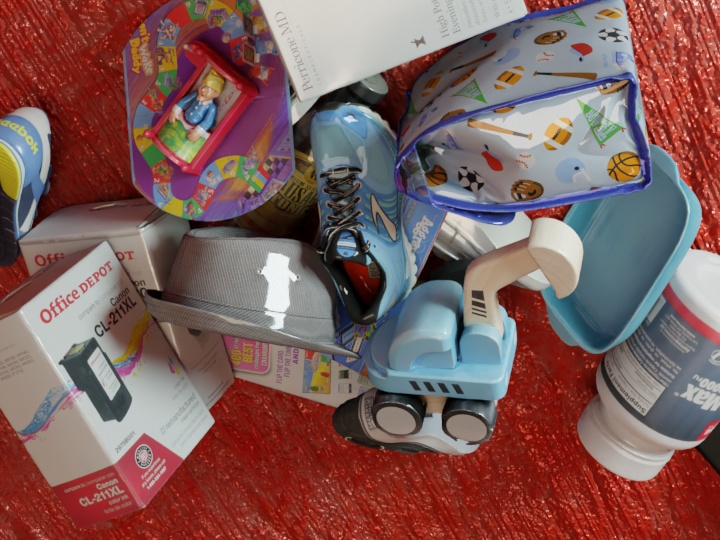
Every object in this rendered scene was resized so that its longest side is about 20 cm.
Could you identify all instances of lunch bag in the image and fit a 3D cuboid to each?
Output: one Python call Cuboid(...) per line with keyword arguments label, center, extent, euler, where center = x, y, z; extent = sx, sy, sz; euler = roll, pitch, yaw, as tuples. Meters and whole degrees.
Cuboid(label="lunch bag", center=(0.128, -0.125, 1.031), extent=(0.198, 0.170, 0.125), euler=(-10, 120, 13))

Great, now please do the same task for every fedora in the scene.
Cuboid(label="fedora", center=(-0.087, 0.012, 1.105), extent=(0.199, 0.177, 0.091), euler=(12, 91, -22))

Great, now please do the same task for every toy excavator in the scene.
Cuboid(label="toy excavator", center=(0.091, 0.044, 1.061), extent=(0.193, 0.100, 0.201), euler=(3, 134, 17))

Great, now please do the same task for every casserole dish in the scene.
Cuboid(label="casserole dish", center=(0.230, -0.019, 1.117), extent=(0.039, 0.121, 0.201), euler=(2, 128, -36))

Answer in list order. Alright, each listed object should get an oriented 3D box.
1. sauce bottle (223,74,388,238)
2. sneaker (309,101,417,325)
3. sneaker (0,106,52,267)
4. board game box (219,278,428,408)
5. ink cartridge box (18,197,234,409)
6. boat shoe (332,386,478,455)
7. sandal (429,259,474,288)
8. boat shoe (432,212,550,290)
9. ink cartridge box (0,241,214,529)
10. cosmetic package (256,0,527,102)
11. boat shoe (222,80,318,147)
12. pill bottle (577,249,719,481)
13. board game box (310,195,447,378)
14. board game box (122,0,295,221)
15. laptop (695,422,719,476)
Cuboid(label="sauce bottle", center=(-0.049, -0.100, 1.136), extent=(0.066, 0.066, 0.200), euler=(33, 121, -10))
Cuboid(label="sneaker", center=(0.000, -0.044, 1.063), extent=(0.078, 0.090, 0.201), euler=(-5, 116, 22))
Cuboid(label="sneaker", center=(-0.331, -0.076, 1.197), extent=(0.074, 0.083, 0.200), euler=(31, 142, -4))
Cuboid(label="board game box", center=(-0.034, 0.057, 1.240), extent=(0.198, 0.040, 0.154), euler=(17, 122, 0))
Cuboid(label="ink cartridge box", center=(-0.221, 0.039, 1.214), extent=(0.145, 0.085, 0.202), euler=(-4, 111, 24))
Cuboid(label="boat shoe", center=(0.048, 0.143, 1.217), extent=(0.056, 0.069, 0.199), euler=(-17, 160, 32))
Cuboid(label="sandal", center=(0.100, 0.065, 1.180), extent=(0.075, 0.045, 0.201), euler=(-16, 143, 2))
Cuboid(label="boat shoe", center=(0.086, -0.040, 1.149), extent=(0.199, 0.072, 0.069), euler=(32, 134, -12))
Cuboid(label="ink cartridge box", center=(-0.236, 0.097, 1.112), extent=(0.082, 0.146, 0.201), euler=(-21, 106, 29))
Cuboid(label="cosmetic package", center=(0.022, -0.222, 1.023), extent=(0.199, 0.074, 0.102), euler=(-22, 115, 3))
Cuboid(label="boat shoe", center=(-0.119, -0.133, 1.126), extent=(0.199, 0.071, 0.064), euler=(-29, 113, 25))
Cuboid(label="pill bottle", center=(0.286, 0.092, 1.160), extent=(0.119, 0.120, 0.201), euler=(25, 122, -5))
Cuboid(label="board game box", center=(0.000, 0.000, 1.153), extent=(0.102, 0.019, 0.201), euler=(27, 124, 5))
Cuboid(label="board game box", center=(-0.139, -0.144, 1.082), extent=(0.157, 0.039, 0.202), euler=(-6, 86, 19))
Cuboid(label="laptop", center=(0.462, 0.165, 1.237), extent=(0.200, 0.116, 0.187), euler=(49, 119, 14))
